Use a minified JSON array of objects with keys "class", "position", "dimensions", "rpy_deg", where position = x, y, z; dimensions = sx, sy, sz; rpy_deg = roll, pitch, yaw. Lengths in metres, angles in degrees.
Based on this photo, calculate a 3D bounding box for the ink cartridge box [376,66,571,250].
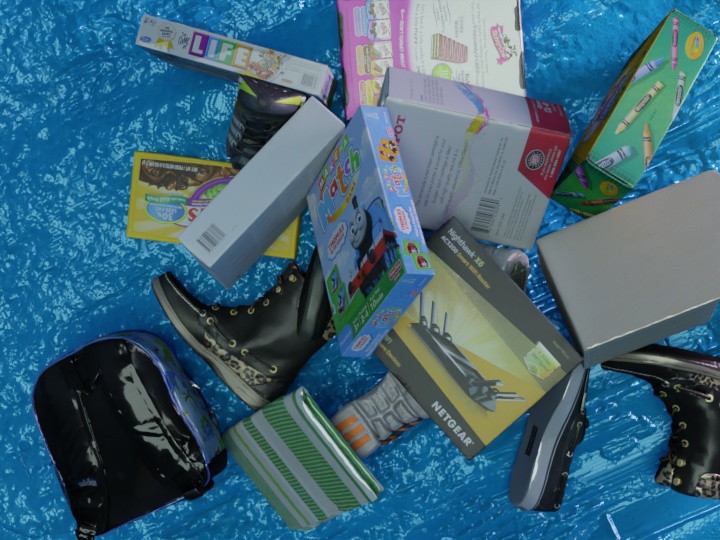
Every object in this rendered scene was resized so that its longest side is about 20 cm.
[{"class":"ink cartridge box","position":[0.106,-0.119,1.180],"dimensions":[0.200,0.086,0.148],"rpy_deg":[13,124,-5]}]

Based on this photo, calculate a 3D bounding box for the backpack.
[{"class":"backpack","position":[-0.263,0.169,1.244],"dimensions":[0.183,0.147,0.200],"rpy_deg":[-24,94,8]}]

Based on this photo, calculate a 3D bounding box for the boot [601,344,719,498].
[{"class":"boot","position":[0.354,0.166,1.228],"dimensions":[0.200,0.073,0.151],"rpy_deg":[11,98,0]}]

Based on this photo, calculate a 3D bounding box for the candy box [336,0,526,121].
[{"class":"candy box","position":[0.079,-0.239,1.219],"dimensions":[0.200,0.061,0.137],"rpy_deg":[-3,96,6]}]

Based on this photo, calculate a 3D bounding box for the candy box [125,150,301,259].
[{"class":"candy box","position":[-0.166,-0.076,1.273],"dimensions":[0.200,0.026,0.102],"rpy_deg":[7,98,4]}]

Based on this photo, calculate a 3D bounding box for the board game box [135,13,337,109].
[{"class":"board game box","position":[-0.129,-0.224,1.200],"dimensions":[0.200,0.134,0.034],"rpy_deg":[16,93,2]}]

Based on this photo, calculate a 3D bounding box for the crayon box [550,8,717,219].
[{"class":"crayon box","position":[0.282,-0.158,1.149],"dimensions":[0.058,0.119,0.200],"rpy_deg":[32,73,0]}]

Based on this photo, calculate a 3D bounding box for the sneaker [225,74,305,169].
[{"class":"sneaker","position":[-0.105,-0.150,1.170],"dimensions":[0.074,0.200,0.081],"rpy_deg":[15,85,-6]}]

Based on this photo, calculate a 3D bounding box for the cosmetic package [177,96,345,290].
[{"class":"cosmetic package","position":[-0.098,-0.077,1.170],"dimensions":[0.052,0.151,0.200],"rpy_deg":[42,83,9]}]

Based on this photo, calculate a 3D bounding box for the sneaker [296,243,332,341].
[{"class":"sneaker","position":[0.000,0.000,1.209],"dimensions":[0.114,0.076,0.200],"rpy_deg":[23,55,-4]}]

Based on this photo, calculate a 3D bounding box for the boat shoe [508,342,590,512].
[{"class":"boat shoe","position":[0.225,0.180,1.253],"dimensions":[0.057,0.069,0.200],"rpy_deg":[16,99,-16]}]

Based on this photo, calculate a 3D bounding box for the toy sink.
[{"class":"toy sink","position":[0.302,0.002,1.159],"dimensions":[0.200,0.112,0.131],"rpy_deg":[-23,71,5]}]

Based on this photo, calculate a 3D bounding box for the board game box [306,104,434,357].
[{"class":"board game box","position":[0.004,-0.038,1.092],"dimensions":[0.037,0.151,0.200],"rpy_deg":[4,54,-25]}]

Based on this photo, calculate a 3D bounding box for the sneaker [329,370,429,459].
[{"class":"sneaker","position":[0.054,0.137,1.233],"dimensions":[0.200,0.112,0.078],"rpy_deg":[-30,83,10]}]

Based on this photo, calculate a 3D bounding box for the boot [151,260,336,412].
[{"class":"boot","position":[-0.126,0.046,1.260],"dimensions":[0.151,0.073,0.200],"rpy_deg":[-42,85,4]}]

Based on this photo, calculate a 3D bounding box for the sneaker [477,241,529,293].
[{"class":"sneaker","position":[0.125,0.055,1.248],"dimensions":[0.099,0.078,0.200],"rpy_deg":[26,114,35]}]

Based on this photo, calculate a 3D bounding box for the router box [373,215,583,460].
[{"class":"router box","position":[0.105,0.069,1.144],"dimensions":[0.157,0.052,0.200],"rpy_deg":[-43,83,3]}]

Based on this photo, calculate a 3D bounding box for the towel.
[{"class":"towel","position":[-0.069,0.215,1.232],"dimensions":[0.153,0.200,0.023],"rpy_deg":[51,53,-1]}]
